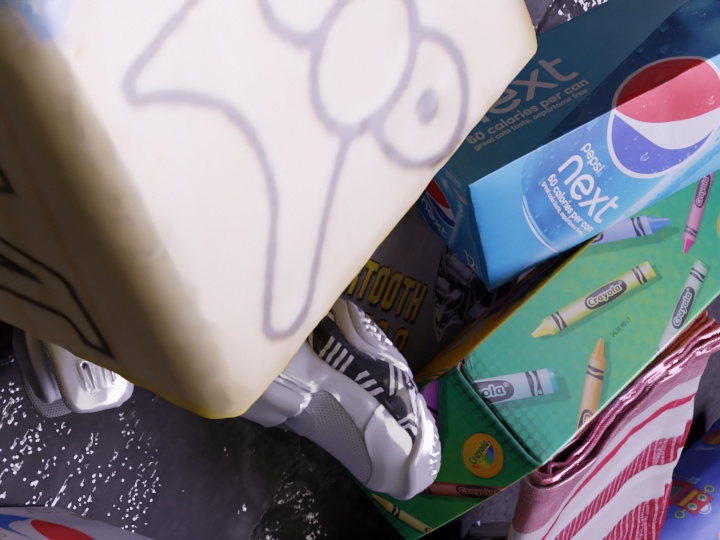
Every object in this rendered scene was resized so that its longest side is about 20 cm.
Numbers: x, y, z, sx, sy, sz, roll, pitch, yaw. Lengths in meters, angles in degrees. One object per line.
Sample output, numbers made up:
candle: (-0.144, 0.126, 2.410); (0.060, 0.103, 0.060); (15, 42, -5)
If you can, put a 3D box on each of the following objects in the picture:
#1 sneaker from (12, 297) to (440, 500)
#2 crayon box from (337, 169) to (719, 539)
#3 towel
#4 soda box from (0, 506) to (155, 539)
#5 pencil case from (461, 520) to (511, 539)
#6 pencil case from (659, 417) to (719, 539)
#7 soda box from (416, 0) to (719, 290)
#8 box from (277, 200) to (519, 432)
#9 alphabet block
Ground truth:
sneaker: (-0.064, 0.037, 0.957); (0.115, 0.075, 0.200); (-43, 100, -17)
crayon box: (0.092, 0.030, 1.091); (0.200, 0.058, 0.119); (-40, 180, -35)
towel: (0.111, 0.122, 1.160); (0.144, 0.023, 0.200); (-39, 153, -34)
soda box: (-0.148, 0.129, 0.923); (0.200, 0.068, 0.064); (12, 93, -65)
pencil case: (0.025, 0.176, 1.207); (0.200, 0.078, 0.090); (-9, 112, -52)
pencil case: (0.188, 0.165, 1.424); (0.200, 0.078, 0.087); (-36, 132, -37)
soda box: (0.120, -0.075, 1.058); (0.200, 0.068, 0.064); (-28, 134, -14)
box: (0.000, 0.000, 1.099); (0.200, 0.048, 0.159); (25, 88, -56)
alphabet block: (-0.086, -0.104, 0.793); (0.195, 0.196, 0.200); (-49, 142, -22)
